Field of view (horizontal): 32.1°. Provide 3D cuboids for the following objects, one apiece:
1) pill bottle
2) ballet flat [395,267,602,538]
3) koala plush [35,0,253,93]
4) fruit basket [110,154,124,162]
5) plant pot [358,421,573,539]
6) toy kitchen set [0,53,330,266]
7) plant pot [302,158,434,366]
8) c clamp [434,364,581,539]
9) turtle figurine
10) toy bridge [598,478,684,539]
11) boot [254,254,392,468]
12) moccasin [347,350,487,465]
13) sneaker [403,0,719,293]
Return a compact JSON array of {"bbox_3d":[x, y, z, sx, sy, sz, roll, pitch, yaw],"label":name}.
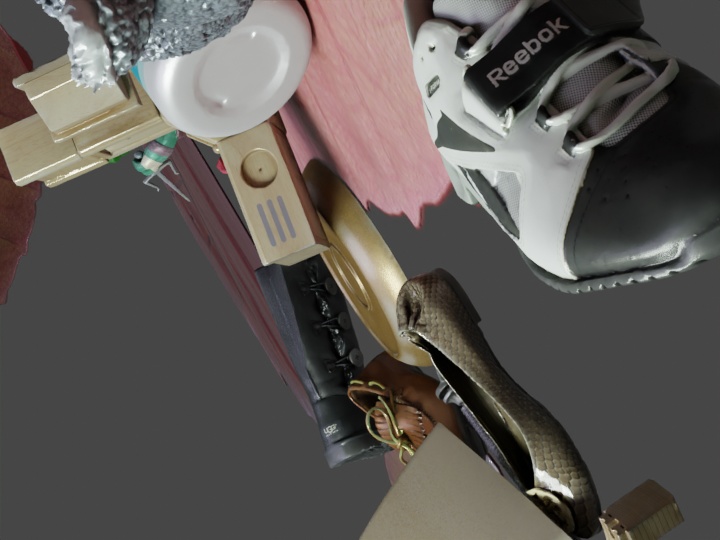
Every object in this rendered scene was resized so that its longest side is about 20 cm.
[{"bbox_3d":[-0.122,-0.187,0.820,0.200,0.110,0.111,53,170,34],"label":"pill bottle"},{"bbox_3d":[0.083,0.087,0.793,0.201,0.046,0.067,57,156,16],"label":"ballet flat"},{"bbox_3d":[-0.095,-0.170,0.591,0.184,0.177,0.200,50,176,-31],"label":"koala plush"},{"bbox_3d":[-0.558,-0.324,2.552,0.215,0.155,0.216,41,158,20],"label":"fruit basket"},{"bbox_3d":[0.083,0.258,0.839,0.200,0.177,0.200,50,173,-25],"label":"plant pot"},{"bbox_3d":[-0.155,-0.066,0.926,0.163,0.199,0.182,10,-122,-83],"label":"toy kitchen set"},{"bbox_3d":[0.000,0.000,1.047,0.201,0.027,0.200,56,171,13],"label":"plant pot"},{"bbox_3d":[0.102,0.126,0.903,0.200,0.027,0.171,54,171,22],"label":"c clamp"},{"bbox_3d":[-0.152,-0.166,1.120,0.201,0.100,0.150,69,-154,-45],"label":"turtle figurine"},{"bbox_3d":[0.169,0.209,0.683,0.201,0.067,0.027,64,169,-27],"label":"toy bridge"},{"bbox_3d":[-0.013,0.080,1.215,0.165,0.065,0.201,3,-120,-62],"label":"boot"},{"bbox_3d":[0.042,0.124,1.054,0.074,0.077,0.201,62,168,-29],"label":"moccasin"},{"bbox_3d":[0.057,-0.056,0.390,0.089,0.074,0.200,60,171,-22],"label":"sneaker"}]
